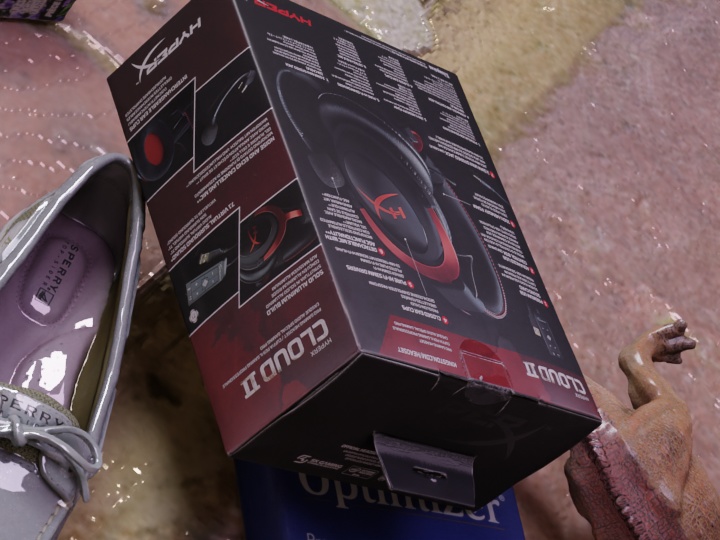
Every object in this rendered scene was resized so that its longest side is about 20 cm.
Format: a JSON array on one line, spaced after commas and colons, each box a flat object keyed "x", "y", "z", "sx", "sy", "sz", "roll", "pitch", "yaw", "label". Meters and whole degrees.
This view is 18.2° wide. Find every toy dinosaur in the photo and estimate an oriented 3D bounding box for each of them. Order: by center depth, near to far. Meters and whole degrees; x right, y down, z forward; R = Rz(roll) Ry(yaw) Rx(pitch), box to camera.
[{"x": 0.121, "y": 0.103, "z": 0.927, "sx": 0.200, "sy": 0.086, "sz": 0.136, "roll": 51, "pitch": 32, "yaw": -2, "label": "toy dinosaur"}]

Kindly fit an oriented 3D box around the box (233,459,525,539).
[{"x": 0.006, "y": 0.083, "z": 0.909, "sx": 0.121, "sy": 0.032, "sz": 0.200, "roll": 13, "pitch": 47, "yaw": -31, "label": "box"}]

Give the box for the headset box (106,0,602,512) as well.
[{"x": 0.000, "y": 0.000, "z": 0.872, "sx": 0.148, "sy": 0.075, "sz": 0.200, "roll": 17, "pitch": 43, "yaw": -47, "label": "headset box"}]

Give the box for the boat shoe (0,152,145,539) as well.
[{"x": -0.122, "y": 0.038, "z": 0.818, "sx": 0.074, "sy": 0.065, "sz": 0.202, "roll": 31, "pitch": 40, "yaw": -13, "label": "boat shoe"}]

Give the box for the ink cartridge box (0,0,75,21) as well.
[{"x": -0.214, "y": -0.167, "z": 0.938, "sx": 0.200, "sy": 0.050, "sz": 0.109, "roll": 0, "pitch": 55, "yaw": -40, "label": "ink cartridge box"}]
